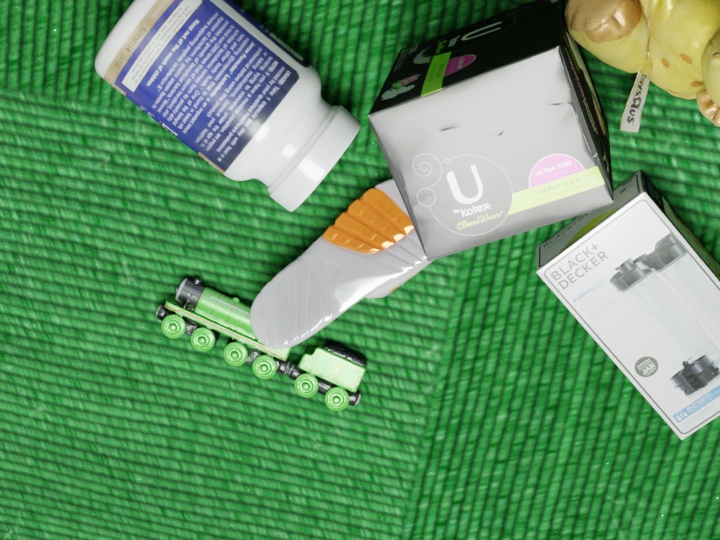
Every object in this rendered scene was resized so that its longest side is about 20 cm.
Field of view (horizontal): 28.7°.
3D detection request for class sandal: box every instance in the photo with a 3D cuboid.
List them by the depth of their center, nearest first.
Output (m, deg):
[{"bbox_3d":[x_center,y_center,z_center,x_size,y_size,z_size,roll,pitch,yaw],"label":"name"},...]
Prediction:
[{"bbox_3d":[-0.005,-0.007,1.211,0.207,0.059,0.079,-34,78,9],"label":"sandal"}]

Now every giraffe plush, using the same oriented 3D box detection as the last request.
[{"bbox_3d":[0.260,-0.173,1.018,0.172,0.162,0.200,-17,120,-26],"label":"giraffe plush"}]

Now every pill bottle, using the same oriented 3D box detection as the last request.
[{"bbox_3d":[-0.104,-0.145,1.141,0.200,0.116,0.116,39,112,-7],"label":"pill bottle"}]

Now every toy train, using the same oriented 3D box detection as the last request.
[{"bbox_3d":[-0.086,0.064,1.264,0.200,0.042,0.056,25,103,-2],"label":"toy train"}]

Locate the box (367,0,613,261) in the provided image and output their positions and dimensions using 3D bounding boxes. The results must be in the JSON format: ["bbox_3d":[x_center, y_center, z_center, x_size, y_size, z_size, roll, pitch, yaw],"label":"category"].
[{"bbox_3d":[0.104,-0.114,1.075,0.148,0.200,0.124,-19,107,15],"label":"box"}]

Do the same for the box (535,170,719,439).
[{"bbox_3d":[0.252,0.031,1.186,0.117,0.060,0.200,-37,102,20],"label":"box"}]
